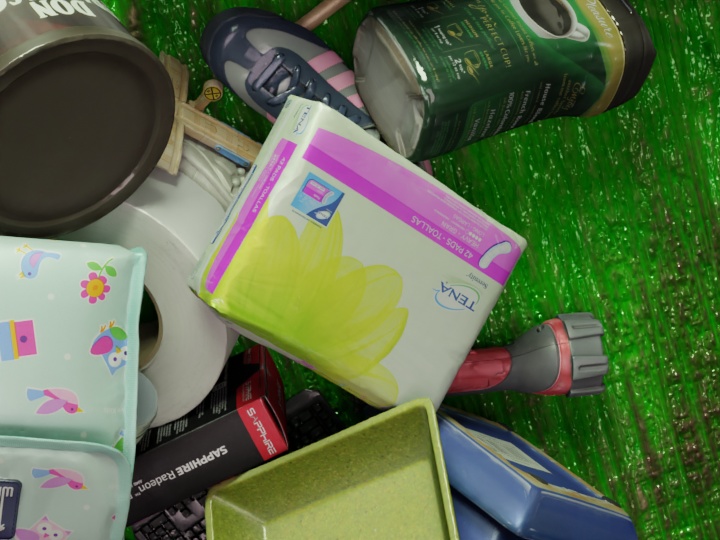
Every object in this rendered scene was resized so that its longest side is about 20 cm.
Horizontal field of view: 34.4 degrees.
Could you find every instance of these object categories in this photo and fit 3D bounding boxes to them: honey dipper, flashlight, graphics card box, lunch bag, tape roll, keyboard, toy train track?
[{"bbox_3d":[0.006,-0.213,0.841,0.200,0.038,0.038,-36,107,7],"label":"honey dipper"},{"bbox_3d":[0.092,0.075,0.919,0.199,0.068,0.068,-5,108,-5],"label":"flashlight"},{"bbox_3d":[-0.151,0.134,0.881,0.199,0.126,0.051,-25,106,1],"label":"graphics card box"},{"bbox_3d":[-0.221,0.081,0.697,0.170,0.122,0.201,5,84,-22],"label":"lunch bag"},{"bbox_3d":[-0.182,0.016,0.837,0.201,0.071,0.203,5,121,8],"label":"tape roll"},{"bbox_3d":[-0.083,0.198,0.963,0.200,0.021,0.127,-36,107,6],"label":"keyboard"},{"bbox_3d":[-0.094,-0.103,0.834,0.200,0.115,0.033,28,131,-31],"label":"toy train track"}]

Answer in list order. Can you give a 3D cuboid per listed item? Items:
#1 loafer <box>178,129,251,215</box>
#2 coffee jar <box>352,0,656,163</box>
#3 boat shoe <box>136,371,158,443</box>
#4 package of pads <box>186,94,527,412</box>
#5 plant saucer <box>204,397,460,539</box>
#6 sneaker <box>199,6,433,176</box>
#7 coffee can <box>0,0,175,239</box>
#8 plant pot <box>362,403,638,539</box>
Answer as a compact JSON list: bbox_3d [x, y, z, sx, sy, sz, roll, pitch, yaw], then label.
[{"bbox_3d":[-0.128,-0.071,0.858,0.200,0.070,0.070,40,125,-16],"label":"loafer"},{"bbox_3d":[0.102,-0.146,0.809,0.199,0.105,0.085,-16,149,-22],"label":"coffee jar"},{"bbox_3d":[-0.244,0.076,0.811,0.201,0.075,0.086,25,132,-11],"label":"boat shoe"},{"bbox_3d":[0.000,0.000,0.783,0.200,0.068,0.155,30,88,-29],"label":"package of pads"},{"bbox_3d":[-0.008,0.212,0.771,0.199,0.201,0.048,-26,144,25],"label":"plant saucer"},{"bbox_3d":[-0.023,-0.113,0.823,0.200,0.082,0.070,30,107,-28],"label":"sneaker"},{"bbox_3d":[-0.230,-0.137,0.730,0.146,0.200,0.147,-30,147,-22],"label":"coffee can"},{"bbox_3d":[0.074,0.210,0.867,0.200,0.200,0.180,25,97,-45],"label":"plant pot"}]
